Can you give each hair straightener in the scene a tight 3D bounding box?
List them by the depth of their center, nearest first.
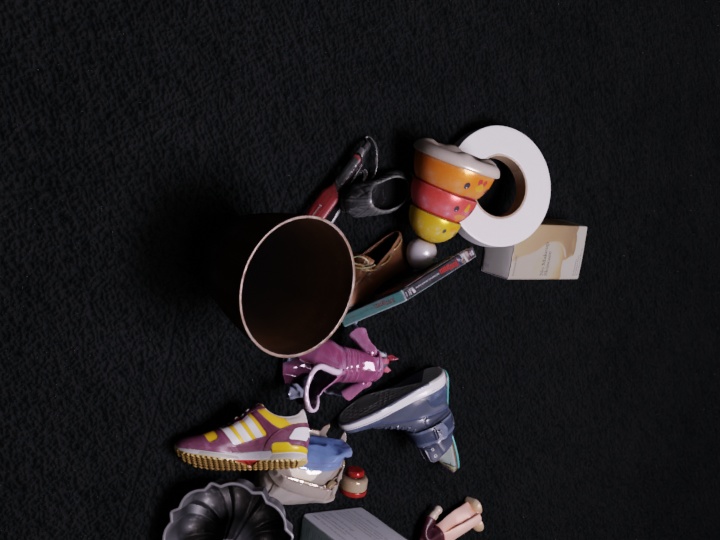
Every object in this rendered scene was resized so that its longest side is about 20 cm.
[{"bbox_3d":[-0.029,-0.118,1.599,0.202,0.040,0.077,-60,152,-16],"label":"hair straightener"}]

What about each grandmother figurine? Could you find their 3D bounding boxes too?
[{"bbox_3d":[0.144,0.489,1.916,0.198,0.060,0.123,-27,111,-35],"label":"grandmother figurine"}]

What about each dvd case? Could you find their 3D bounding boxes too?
[{"bbox_3d":[0.076,0.024,1.629,0.199,0.145,0.022,-31,94,-47],"label":"dvd case"}]

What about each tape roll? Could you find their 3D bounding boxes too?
[{"bbox_3d":[0.226,-0.141,1.751,0.200,0.037,0.207,0,90,-21],"label":"tape roll"}]

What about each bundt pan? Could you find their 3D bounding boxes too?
[{"bbox_3d":[-0.187,0.397,1.538,0.076,0.198,0.205,-48,149,-79],"label":"bundt pan"}]

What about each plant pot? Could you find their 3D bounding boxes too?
[{"bbox_3d":[-0.139,-0.001,1.424,0.185,0.199,0.190,-13,111,-36],"label":"plant pot"}]

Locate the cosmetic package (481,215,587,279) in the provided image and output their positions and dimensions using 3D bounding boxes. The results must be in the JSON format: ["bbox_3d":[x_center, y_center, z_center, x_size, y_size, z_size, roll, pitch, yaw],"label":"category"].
[{"bbox_3d":[0.316,-0.040,1.883,0.198,0.071,0.107,-2,105,-40],"label":"cosmetic package"}]

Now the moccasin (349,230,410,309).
[{"bbox_3d":[0.001,0.000,1.627,0.200,0.073,0.079,-30,119,-30],"label":"moccasin"}]

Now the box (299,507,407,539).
[{"bbox_3d":[-0.008,0.523,1.701,0.129,0.199,0.202,4,101,-38],"label":"box"}]

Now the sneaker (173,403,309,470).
[{"bbox_3d":[-0.174,0.243,1.534,0.196,0.075,0.092,3,66,-5],"label":"sneaker"}]

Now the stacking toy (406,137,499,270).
[{"bbox_3d":[0.124,-0.096,1.646,0.145,0.146,0.203,9,105,-41],"label":"stacking toy"}]

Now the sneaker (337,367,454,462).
[{"bbox_3d":[0.067,0.267,1.742,0.200,0.077,0.148,-20,111,-17],"label":"sneaker"}]

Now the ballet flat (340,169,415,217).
[{"bbox_3d":[0.040,-0.114,1.615,0.199,0.056,0.068,-24,116,-55],"label":"ballet flat"}]

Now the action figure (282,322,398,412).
[{"bbox_3d":[-0.024,0.139,1.611,0.197,0.148,0.136,1,97,-26],"label":"action figure"}]

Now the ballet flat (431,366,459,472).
[{"bbox_3d":[0.127,0.267,1.833,0.070,0.069,0.203,-14,110,-17],"label":"ballet flat"}]

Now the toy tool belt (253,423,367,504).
[{"bbox_3d":[-0.068,0.294,1.626,0.197,0.125,0.125,5,102,-29],"label":"toy tool belt"}]
